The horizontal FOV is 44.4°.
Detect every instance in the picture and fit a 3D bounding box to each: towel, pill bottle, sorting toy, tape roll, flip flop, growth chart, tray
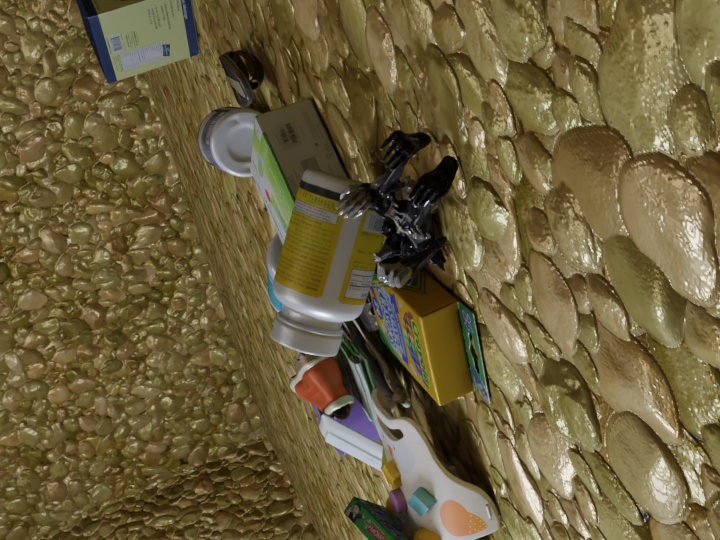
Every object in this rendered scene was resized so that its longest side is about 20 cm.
[{"bbox_3d":[-0.012,0.153,1.309,0.200,0.023,0.153,41,153,62],"label":"towel"},{"bbox_3d":[-0.098,0.013,1.443,0.111,0.111,0.200,63,165,19],"label":"pill bottle"},{"bbox_3d":[0.069,0.246,1.158,0.180,0.107,0.200,67,167,-20],"label":"sorting toy"},{"bbox_3d":[-0.035,0.224,1.582,0.200,0.085,0.200,159,90,-75],"label":"tape roll"},{"bbox_3d":[-0.220,-0.226,1.529,0.200,0.114,0.114,-149,39,-68],"label":"pill bottle"},{"bbox_3d":[-0.181,-0.313,1.392,0.200,0.057,0.081,-107,-4,-69],"label":"flip flop"},{"bbox_3d":[-0.038,-0.008,1.017,0.111,0.111,0.200,32,107,67],"label":"pill bottle"},{"bbox_3d":[0.019,0.116,1.286,0.200,0.018,0.145,58,-178,21],"label":"growth chart"},{"bbox_3d":[0.023,0.283,1.348,0.200,0.022,0.107,27,158,5],"label":"tray"}]

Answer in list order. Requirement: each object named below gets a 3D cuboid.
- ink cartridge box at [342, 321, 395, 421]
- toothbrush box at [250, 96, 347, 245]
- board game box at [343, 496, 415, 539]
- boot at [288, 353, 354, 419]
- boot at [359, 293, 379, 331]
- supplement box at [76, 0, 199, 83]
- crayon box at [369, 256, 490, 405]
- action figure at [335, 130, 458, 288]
[{"bbox_3d":[0.003,0.131,1.369,0.163,0.057,0.200,61,162,22],"label":"ink cartridge box"},{"bbox_3d":[-0.089,-0.130,1.253,0.200,0.086,0.146,120,126,-74],"label":"toothbrush box"},{"bbox_3d":[0.085,0.378,1.205,0.200,0.029,0.135,30,-178,-40],"label":"board game box"},{"bbox_3d":[-0.057,0.193,1.382,0.107,0.075,0.200,57,167,14],"label":"boot"},{"bbox_3d":[0.000,0.000,1.188,0.174,0.069,0.200,61,169,5],"label":"boot"},{"bbox_3d":[-0.445,-0.510,1.754,0.134,0.199,0.200,62,165,22],"label":"supplement box"},{"bbox_3d":[0.071,0.066,1.022,0.200,0.052,0.126,44,153,57],"label":"crayon box"},{"bbox_3d":[0.035,-0.052,0.884,0.119,0.102,0.200,50,159,19],"label":"action figure"}]
